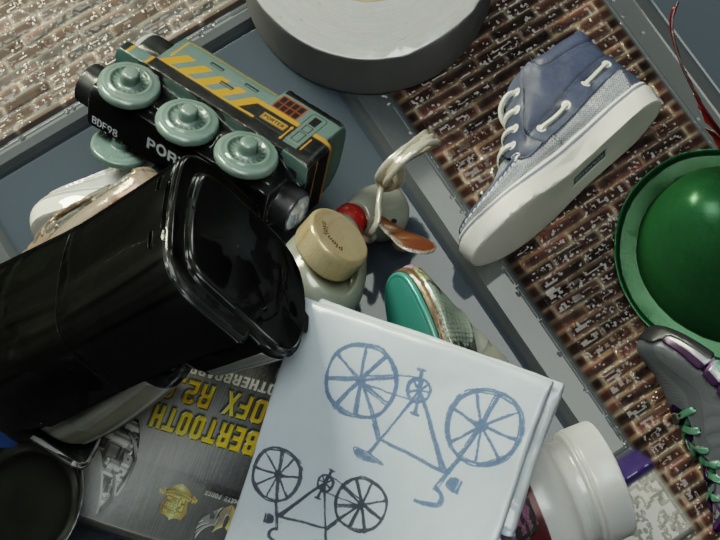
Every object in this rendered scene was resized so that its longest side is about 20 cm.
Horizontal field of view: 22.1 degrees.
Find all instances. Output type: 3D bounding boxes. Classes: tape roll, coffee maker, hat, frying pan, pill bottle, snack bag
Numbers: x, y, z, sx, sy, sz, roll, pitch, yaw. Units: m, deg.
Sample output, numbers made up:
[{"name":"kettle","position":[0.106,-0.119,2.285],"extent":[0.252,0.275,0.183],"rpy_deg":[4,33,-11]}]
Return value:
[{"name":"tape roll","position":[0.006,-0.242,1.427],"extent":[0.198,0.066,0.202],"rpy_deg":[0,73,1]},{"name":"coffee maker","position":[-0.163,0.024,1.179],"extent":[0.199,0.191,0.136],"rpy_deg":[-28,63,29]},{"name":"hat","position":[0.265,-0.043,1.304],"extent":[0.199,0.176,0.167],"rpy_deg":[27,74,8]},{"name":"frying pan","position":[-0.209,0.174,1.249],"extent":[0.189,0.031,0.116],"rpy_deg":[28,80,28]},{"name":"pill bottle","position":[0.082,0.179,1.267],"extent":[0.198,0.113,0.114],"rpy_deg":[-22,73,-8]},{"name":"snack bag","position":[0.015,0.137,1.175],"extent":[0.187,0.021,0.202],"rpy_deg":[17,86,23]}]

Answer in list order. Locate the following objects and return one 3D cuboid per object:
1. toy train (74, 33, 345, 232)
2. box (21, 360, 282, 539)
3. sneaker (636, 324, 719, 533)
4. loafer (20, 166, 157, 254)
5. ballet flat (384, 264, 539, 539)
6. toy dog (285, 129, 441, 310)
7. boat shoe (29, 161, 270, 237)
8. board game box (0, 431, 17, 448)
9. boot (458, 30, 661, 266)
[{"name":"toy train","position":[-0.106,-0.100,1.320],"extent":[0.199,0.086,0.114],"rpy_deg":[31,45,18]},{"name":"box","position":[-0.119,0.117,1.287],"extent":[0.198,0.048,0.160],"rpy_deg":[13,71,26]},{"name":"sneaker","position":[0.257,0.129,1.307],"extent":[0.200,0.074,0.088],"rpy_deg":[44,82,12]},{"name":"loafer","position":[-0.214,-0.014,1.312],"extent":[0.200,0.072,0.063],"rpy_deg":[-43,63,26]},{"name":"ballet flat","position":[0.071,0.090,1.220],"extent":[0.070,0.069,0.202],"rpy_deg":[-5,66,-25]},{"name":"toy dog","position":[0.000,0.000,1.296],"extent":[0.097,0.132,0.200],"rpy_deg":[50,51,2]},{"name":"boat shoe","position":[-0.148,-0.063,1.371],"extent":[0.198,0.072,0.069],"rpy_deg":[-13,57,0]},{"name":"board game box","position":[-0.336,0.050,1.241],"extent":[0.198,0.045,0.153],"rpy_deg":[1,52,-28]},{"name":"boot","position":[0.127,-0.092,1.384],"extent":[0.200,0.073,0.090],"rpy_deg":[-39,69,-20]}]
